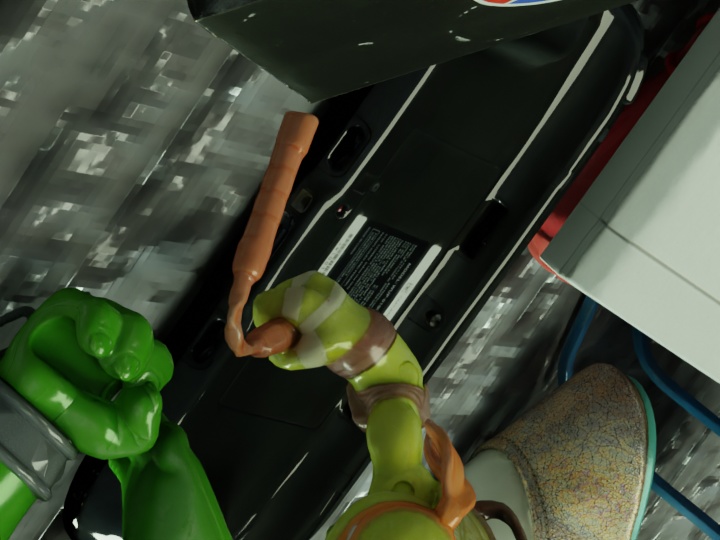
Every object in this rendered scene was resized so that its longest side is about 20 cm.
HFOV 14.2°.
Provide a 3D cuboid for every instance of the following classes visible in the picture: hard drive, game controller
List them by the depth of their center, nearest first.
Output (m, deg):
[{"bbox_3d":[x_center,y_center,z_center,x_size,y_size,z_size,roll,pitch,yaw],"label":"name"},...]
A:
[{"bbox_3d":[0.000,0.000,0.763,0.200,0.042,0.104,-55,144,8],"label":"game controller"},{"bbox_3d":[0.158,-0.050,0.812,0.132,0.027,0.200,32,97,-29],"label":"hard drive"}]

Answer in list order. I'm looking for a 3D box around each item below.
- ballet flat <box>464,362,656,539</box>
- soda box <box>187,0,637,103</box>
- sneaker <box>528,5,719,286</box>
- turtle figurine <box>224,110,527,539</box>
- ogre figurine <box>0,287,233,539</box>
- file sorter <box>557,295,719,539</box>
[{"bbox_3d":[0.038,0.113,0.973,0.067,0.068,0.200,-2,131,-28],"label":"ballet flat"},{"bbox_3d":[0.063,-0.095,0.547,0.200,0.063,0.071,-17,164,15],"label":"soda box"},{"bbox_3d":[0.120,-0.086,0.840,0.200,0.078,0.116,-35,132,-21],"label":"sneaker"},{"bbox_3d":[0.009,0.072,0.699,0.064,0.200,0.161,-9,164,-2],"label":"turtle figurine"},{"bbox_3d":[-0.080,0.111,0.673,0.120,0.098,0.200,-24,139,-23],"label":"ogre figurine"},{"bbox_3d":[0.181,0.002,0.989,0.200,0.123,0.139,-28,148,-45],"label":"file sorter"}]
